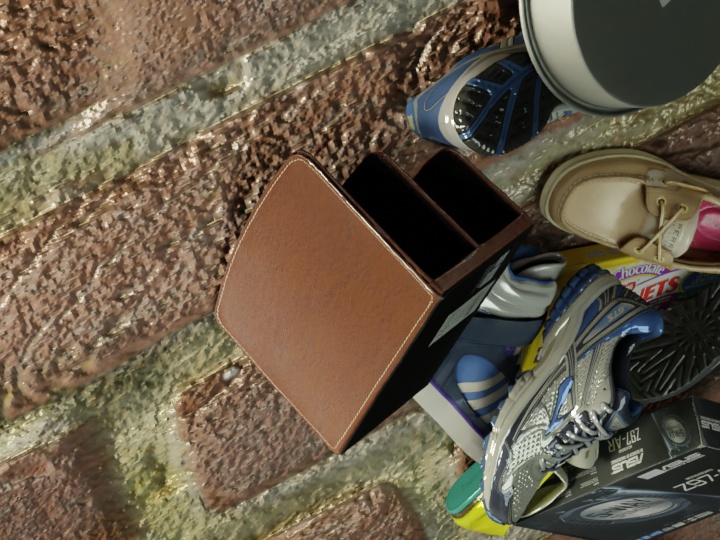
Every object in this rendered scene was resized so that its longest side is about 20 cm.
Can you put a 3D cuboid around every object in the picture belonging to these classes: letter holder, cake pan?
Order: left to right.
[{"bbox_3d":[0.000,0.000,1.363,0.100,0.142,0.200,-36,165,-37],"label":"letter holder"},{"bbox_3d":[0.186,-0.193,1.326,0.200,0.037,0.201,-16,116,-35],"label":"cake pan"}]

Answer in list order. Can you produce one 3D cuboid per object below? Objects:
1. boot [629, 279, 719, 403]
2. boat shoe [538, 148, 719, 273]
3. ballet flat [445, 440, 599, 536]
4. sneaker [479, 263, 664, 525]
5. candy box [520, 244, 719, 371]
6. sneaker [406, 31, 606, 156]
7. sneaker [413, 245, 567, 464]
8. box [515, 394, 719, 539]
[{"bbox_3d":[0.295,0.072,1.658,0.164,0.066,0.200,-30,156,15],"label":"boot"},{"bbox_3d":[0.226,-0.038,1.514,0.199,0.069,0.074,7,116,-30],"label":"boat shoe"},{"bbox_3d":[0.147,0.143,1.629,0.067,0.067,0.200,32,122,-15],"label":"ballet flat"},{"bbox_3d":[0.153,0.099,1.487,0.201,0.085,0.077,-64,159,1],"label":"sneaker"},{"bbox_3d":[0.214,0.018,1.605,0.199,0.026,0.103,-11,131,-27],"label":"candy box"},{"bbox_3d":[0.113,-0.132,1.370,0.199,0.077,0.076,-23,106,-37],"label":"sneaker"},{"bbox_3d":[0.109,0.055,1.525,0.146,0.081,0.200,-38,134,9],"label":"sneaker"},{"bbox_3d":[0.245,0.168,1.688,0.200,0.044,0.160,-28,149,37],"label":"box"}]
